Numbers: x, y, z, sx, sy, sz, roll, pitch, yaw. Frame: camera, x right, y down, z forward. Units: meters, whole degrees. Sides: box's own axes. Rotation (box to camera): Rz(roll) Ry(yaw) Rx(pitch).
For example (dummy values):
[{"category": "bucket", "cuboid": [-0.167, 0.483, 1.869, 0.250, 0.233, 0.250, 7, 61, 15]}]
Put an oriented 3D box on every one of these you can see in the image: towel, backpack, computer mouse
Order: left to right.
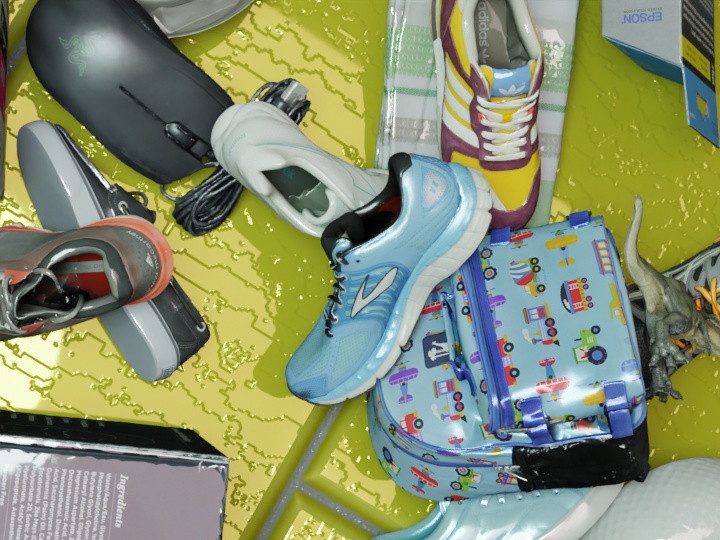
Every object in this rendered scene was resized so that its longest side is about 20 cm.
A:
[{"category": "computer mouse", "cuboid": [-0.140, -0.119, 1.006, 0.199, 0.053, 0.139, 36, 102, -23]}, {"category": "towel", "cuboid": [0.088, -0.133, 1.092, 0.147, 0.031, 0.203, 3, 99, -12]}, {"category": "backpack", "cuboid": [0.093, 0.064, 1.025, 0.198, 0.135, 0.184, -9, 61, 9]}]

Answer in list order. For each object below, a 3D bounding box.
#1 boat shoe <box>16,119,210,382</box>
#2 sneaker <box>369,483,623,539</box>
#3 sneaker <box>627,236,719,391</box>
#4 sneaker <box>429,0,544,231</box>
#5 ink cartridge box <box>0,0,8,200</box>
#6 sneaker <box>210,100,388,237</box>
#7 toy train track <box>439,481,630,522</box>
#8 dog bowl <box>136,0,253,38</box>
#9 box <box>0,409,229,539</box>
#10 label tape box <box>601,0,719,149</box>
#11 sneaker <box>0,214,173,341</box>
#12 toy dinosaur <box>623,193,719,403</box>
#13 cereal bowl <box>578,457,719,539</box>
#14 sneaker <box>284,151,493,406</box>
[{"category": "boat shoe", "cuboid": [-0.169, -0.022, 1.032, 0.066, 0.070, 0.201, -31, 90, -33]}, {"category": "sneaker", "cuboid": [0.095, 0.175, 1.054, 0.199, 0.074, 0.082, -31, 98, -5]}, {"category": "sneaker", "cuboid": [0.257, 0.028, 1.122, 0.199, 0.077, 0.079, -37, 98, -11]}, {"category": "sneaker", "cuboid": [0.094, -0.117, 1.038, 0.074, 0.090, 0.202, -15, 105, -10]}, {"category": "ink cartridge box", "cuboid": [-0.266, -0.135, 0.941, 0.074, 0.200, 0.167, 1, 88, -12]}, {"category": "sneaker", "cuboid": [-0.016, -0.043, 1.028, 0.199, 0.080, 0.071, 26, 109, -33]}, {"category": "toy train track", "cuboid": [0.155, 0.200, 1.114, 0.198, 0.033, 0.116, 8, 92, -7]}, {"category": "dog bowl", "cuboid": [-0.151, -0.260, 1.048, 0.198, 0.059, 0.203, 0, 88, -13]}, {"category": "box", "cuboid": [-0.197, 0.159, 0.943, 0.194, 0.200, 0.126, 6, 88, -12]}, {"category": "label tape box", "cuboid": [0.223, -0.197, 1.087, 0.063, 0.144, 0.203, -2, 87, 23]}, {"category": "sneaker", "cuboid": [-0.225, 0.010, 0.968, 0.198, 0.082, 0.078, -16, 101, 21]}, {"category": "toy dinosaur", "cuboid": [0.211, 0.036, 1.007, 0.047, 0.200, 0.089, -6, 61, 27]}, {"category": "cereal bowl", "cuboid": [0.252, 0.244, 1.072, 0.198, 0.083, 0.202, -7, 111, -18]}, {"category": "sneaker", "cuboid": [0.000, 0.000, 0.990, 0.089, 0.079, 0.201, 24, 109, -29]}]
